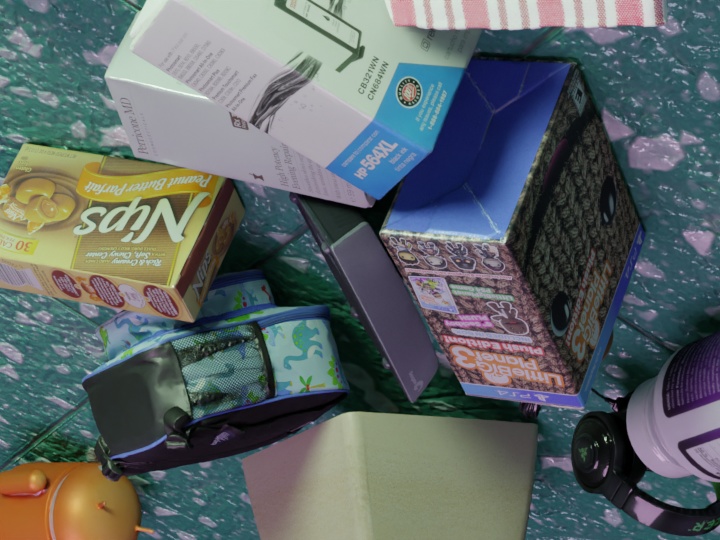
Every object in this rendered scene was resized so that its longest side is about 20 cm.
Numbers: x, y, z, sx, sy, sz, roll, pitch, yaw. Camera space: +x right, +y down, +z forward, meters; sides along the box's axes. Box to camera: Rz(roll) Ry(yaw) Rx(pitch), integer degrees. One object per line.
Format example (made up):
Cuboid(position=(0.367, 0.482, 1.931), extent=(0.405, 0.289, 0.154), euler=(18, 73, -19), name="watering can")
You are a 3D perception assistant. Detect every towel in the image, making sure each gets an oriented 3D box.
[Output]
Cuboid(position=(0.092, -0.221, 1.432), extent=(0.199, 0.030, 0.147), euler=(4, 118, 31), name="towel")

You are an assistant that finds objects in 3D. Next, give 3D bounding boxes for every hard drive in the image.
Cuboid(position=(0.000, 0.000, 1.822), extent=(0.135, 0.042, 0.200), euler=(57, 176, 44), name="hard drive")

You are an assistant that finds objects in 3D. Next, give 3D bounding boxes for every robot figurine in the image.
Cuboid(position=(-0.311, 0.260, 2.468), extent=(0.199, 0.116, 0.145), euler=(-4, 106, 41), name="robot figurine")

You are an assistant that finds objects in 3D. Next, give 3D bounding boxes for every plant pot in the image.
Cuboid(position=(0.031, 0.236, 2.042), extent=(0.199, 0.178, 0.200), euler=(6, 160, -31), name="plant pot")

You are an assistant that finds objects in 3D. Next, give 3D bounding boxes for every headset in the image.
Cuboid(position=(0.213, 0.147, 1.904), extent=(0.200, 0.123, 0.094), euler=(44, 129, 23), name="headset")

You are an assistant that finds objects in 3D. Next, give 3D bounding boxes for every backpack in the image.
Cuboid(position=(-0.119, 0.081, 1.981), extent=(0.199, 0.148, 0.183), euler=(-9, 170, -30), name="backpack")

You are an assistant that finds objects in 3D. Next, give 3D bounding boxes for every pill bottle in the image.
Cuboid(position=(0.293, 0.098, 1.768), extent=(0.111, 0.112, 0.200), euler=(34, 149, -18), name="pill bottle")

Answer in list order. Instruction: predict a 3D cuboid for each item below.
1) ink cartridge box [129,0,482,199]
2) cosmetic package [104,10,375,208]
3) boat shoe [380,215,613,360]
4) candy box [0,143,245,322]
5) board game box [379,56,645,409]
Cuboid(position=(-0.031, -0.166, 1.536), extent=(0.199, 0.147, 0.084), euler=(30, 149, -14), name="ink cartridge box")
Cuboid(position=(-0.079, -0.119, 1.725), extent=(0.199, 0.074, 0.102), euler=(11, 148, 19), name="cosmetic package")
Cuboid(position=(0.104, 0.014, 1.816), extent=(0.200, 0.072, 0.066), euler=(31, 160, 1), name="boat shoe")
Cuboid(position=(-0.208, -0.033, 1.912), extent=(0.199, 0.116, 0.055), euler=(10, 149, 23), name="candy box")
Cuboid(position=(0.112, -0.026, 1.648), extent=(0.096, 0.160, 0.200), euler=(6, 147, 28), name="board game box")
